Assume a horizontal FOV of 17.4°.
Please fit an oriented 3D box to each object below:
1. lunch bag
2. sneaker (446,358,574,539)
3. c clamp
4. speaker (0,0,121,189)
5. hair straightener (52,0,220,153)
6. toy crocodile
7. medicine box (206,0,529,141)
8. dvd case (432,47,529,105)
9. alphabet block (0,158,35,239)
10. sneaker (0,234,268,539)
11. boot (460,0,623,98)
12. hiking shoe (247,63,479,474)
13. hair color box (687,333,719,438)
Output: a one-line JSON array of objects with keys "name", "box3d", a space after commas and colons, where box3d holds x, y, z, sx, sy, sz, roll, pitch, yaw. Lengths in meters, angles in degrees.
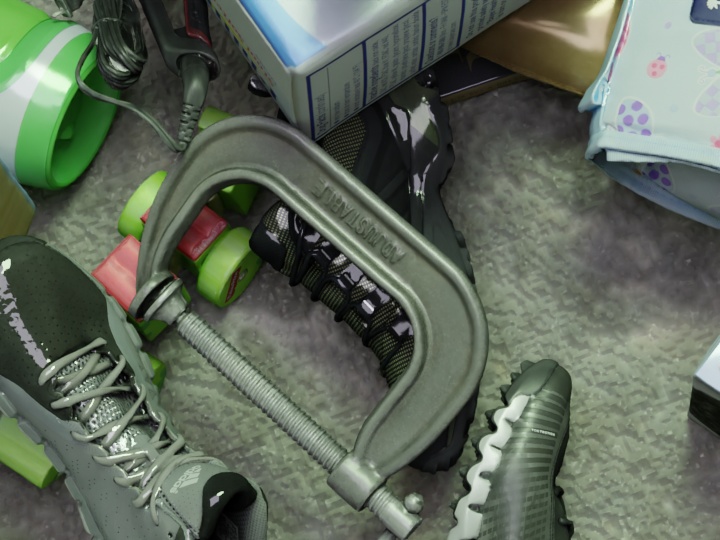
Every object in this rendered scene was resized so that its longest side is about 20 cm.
[{"name": "lunch bag", "box3d": [0.213, -0.095, 1.065, 0.199, 0.127, 0.170, 22, 77, -6]}, {"name": "sneaker", "box3d": [0.077, 0.142, 1.067, 0.090, 0.066, 0.201, 17, 81, 7]}, {"name": "c clamp", "box3d": [-0.032, 0.037, 1.060, 0.200, 0.027, 0.171, 47, 112, 10]}, {"name": "speaker", "box3d": [-0.220, -0.112, 1.155, 0.199, 0.088, 0.089, 25, 79, 12]}, {"name": "hair straightener", "box3d": [-0.107, -0.121, 1.122, 0.077, 0.041, 0.200, -13, 44, 1]}, {"name": "toy crocodile", "box3d": [-0.108, 0.013, 1.121, 0.067, 0.062, 0.200, 36, 82, 14]}, {"name": "medicine box", "box3d": [0.005, -0.193, 1.062, 0.200, 0.103, 0.183, -33, 78, -8]}, {"name": "dvd case", "box3d": [0.044, -0.159, 1.175, 0.199, 0.016, 0.149, -18, 74, 1]}, {"name": "alphabet block", "box3d": [-0.280, 0.004, 1.023, 0.195, 0.196, 0.201, 21, 78, 12]}, {"name": "sneaker", "box3d": [-0.094, 0.072, 1.037, 0.075, 0.115, 0.201, -37, 110, -28]}, {"name": "boot", "box3d": [0.052, -0.189, 1.146, 0.199, 0.066, 0.176, 18, 83, 9]}, {"name": "hiking shoe", "box3d": [0.000, 0.000, 1.100, 0.100, 0.076, 0.201, -8, 75, -4]}, {"name": "hair color box", "box3d": [0.244, 0.089, 1.044, 0.200, 0.099, 0.061, 35, 82, 14]}]
